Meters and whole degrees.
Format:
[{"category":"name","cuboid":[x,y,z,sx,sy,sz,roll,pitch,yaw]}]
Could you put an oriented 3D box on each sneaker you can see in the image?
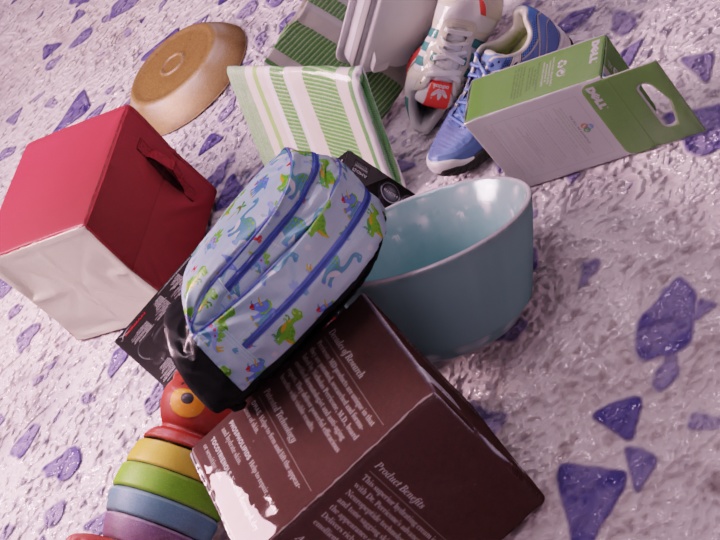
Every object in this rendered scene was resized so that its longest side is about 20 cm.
[{"category":"sneaker","cuboid":[0.094,-0.218,1.522,0.200,0.070,0.094,121,160,-55]},{"category":"sneaker","cuboid":[0.128,-0.183,1.499,0.200,0.077,0.076,-52,38,-8]}]

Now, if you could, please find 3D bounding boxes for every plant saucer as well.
[{"category":"plant saucer","cuboid":[-0.242,-0.267,1.984,0.199,0.035,0.201,-26,39,23]}]

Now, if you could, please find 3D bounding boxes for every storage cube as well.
[{"category":"storage cube","cuboid":[-0.299,-0.050,1.707,0.199,0.171,0.181,-16,45,32]}]

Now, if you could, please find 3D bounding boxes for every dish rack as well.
[{"category":"dish rack","cuboid":[0.068,-0.282,1.557,0.171,0.200,0.044,-20,67,-21]}]

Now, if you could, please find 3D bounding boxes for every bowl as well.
[{"category":"bowl","cuboid":[0.073,0.007,1.307,0.200,0.105,0.201,-21,19,7]}]

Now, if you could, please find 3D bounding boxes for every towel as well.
[{"category":"towel","cuboid":[-0.048,-0.150,1.576,0.199,0.153,0.023,8,38,46]},{"category":"towel","cuboid":[-0.007,-0.258,1.659,0.201,0.152,0.023,-60,3,-27]}]

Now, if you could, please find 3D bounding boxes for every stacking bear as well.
[{"category":"stacking bear","cuboid":[-0.171,0.188,1.364,0.121,0.114,0.201,14,73,19]}]

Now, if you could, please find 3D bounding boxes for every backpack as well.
[{"category":"backpack","cuboid":[-0.068,-0.002,1.204,0.199,0.154,0.163,-31,13,7]}]

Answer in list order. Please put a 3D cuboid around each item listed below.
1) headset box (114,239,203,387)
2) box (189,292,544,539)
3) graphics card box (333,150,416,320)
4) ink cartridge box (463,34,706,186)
[{"category":"headset box","cuboid":[-0.145,0.070,1.513,0.149,0.077,0.200,-50,37,-8]},{"category":"box","cuboid":[0.002,0.166,1.194,0.200,0.166,0.164,-42,34,2]},{"category":"graphics card box","cuboid":[0.000,0.000,1.397,0.051,0.125,0.201,-34,30,48]},{"category":"ink cartridge box","cuboid":[0.207,-0.152,1.367,0.199,0.104,0.060,-16,45,34]}]
